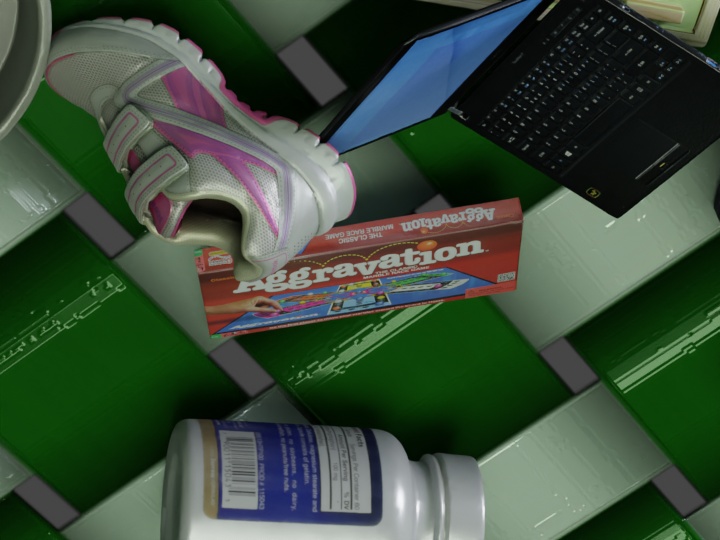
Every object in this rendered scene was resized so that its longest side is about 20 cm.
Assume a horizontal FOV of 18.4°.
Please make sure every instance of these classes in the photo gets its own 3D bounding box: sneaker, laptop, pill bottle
[{"bbox_3d":[-0.104,-0.068,1.260,0.199,0.088,0.081,32,149,8],"label":"sneaker"},{"bbox_3d":[0.093,-0.078,1.265,0.199,0.104,0.177,31,151,-10],"label":"laptop"},{"bbox_3d":[-0.026,0.161,1.446,0.199,0.120,0.120,5,123,-12],"label":"pill bottle"}]

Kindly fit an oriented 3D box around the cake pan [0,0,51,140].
[{"bbox_3d":[-0.274,-0.140,1.240,0.199,0.037,0.201,-7,121,-12],"label":"cake pan"}]

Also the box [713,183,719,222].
[{"bbox_3d":[0.336,-0.089,1.339,0.199,0.118,0.198,0,124,-8],"label":"box"}]

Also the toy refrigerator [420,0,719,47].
[{"bbox_3d":[0.110,-0.187,1.265,0.199,0.070,0.076,8,122,-15],"label":"toy refrigerator"}]

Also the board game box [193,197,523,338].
[{"bbox_3d":[0.000,0.000,1.374,0.199,0.020,0.103,-9,155,-3],"label":"board game box"}]
